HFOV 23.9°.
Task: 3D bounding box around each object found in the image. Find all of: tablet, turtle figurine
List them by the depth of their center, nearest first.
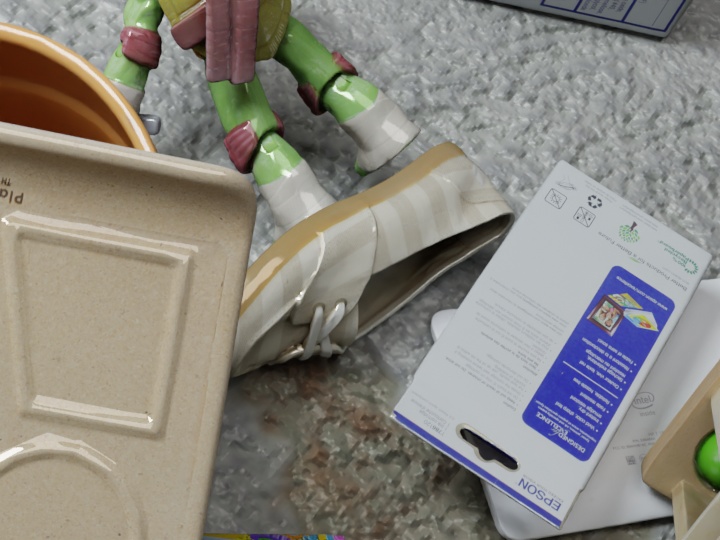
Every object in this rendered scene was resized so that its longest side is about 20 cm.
[{"bbox_3d":[0.143,0.067,0.884,0.198,0.014,0.131,-5,60,-22],"label":"tablet"},{"bbox_3d":[-0.076,-0.109,0.887,0.194,0.200,0.144,51,32,-6],"label":"turtle figurine"}]

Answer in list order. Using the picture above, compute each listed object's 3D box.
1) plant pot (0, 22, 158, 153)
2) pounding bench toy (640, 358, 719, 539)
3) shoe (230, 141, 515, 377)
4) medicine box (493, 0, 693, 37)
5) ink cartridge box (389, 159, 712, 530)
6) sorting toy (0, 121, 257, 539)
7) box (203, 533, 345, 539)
[{"bbox_3d":[-0.156,0.016,0.708,0.198,0.140,0.202,-3,72,10],"label":"plant pot"},{"bbox_3d":[0.196,0.135,0.794,0.124,0.201,0.156,29,25,-8],"label":"pounding bench toy"},{"bbox_3d":[0.000,0.000,0.842,0.053,0.070,0.200,44,55,16],"label":"shoe"},{"bbox_3d":[0.110,-0.257,1.029,0.198,0.103,0.183,11,55,-12],"label":"medicine box"},{"bbox_3d":[0.095,0.039,0.855,0.099,0.039,0.200,34,52,6],"label":"ink cartridge box"},{"bbox_3d":[-0.141,0.049,0.588,0.184,0.036,0.202,10,88,-11],"label":"sorting toy"},{"bbox_3d":[-0.101,0.214,0.638,0.191,0.122,0.201,3,57,-16],"label":"box"}]
